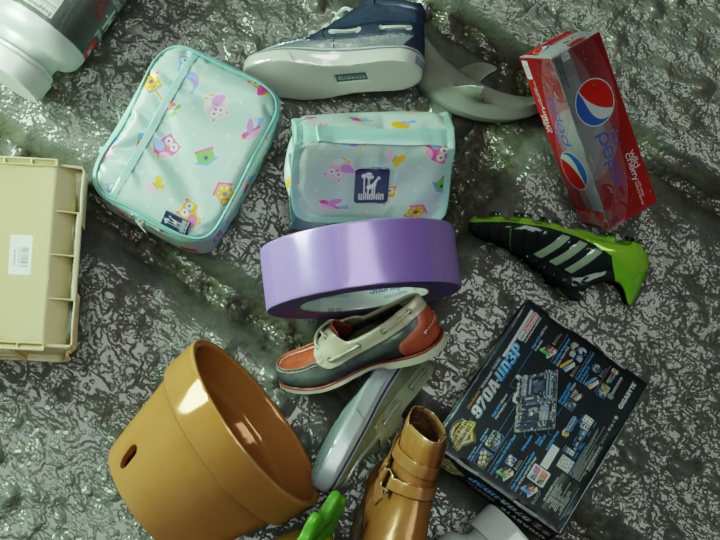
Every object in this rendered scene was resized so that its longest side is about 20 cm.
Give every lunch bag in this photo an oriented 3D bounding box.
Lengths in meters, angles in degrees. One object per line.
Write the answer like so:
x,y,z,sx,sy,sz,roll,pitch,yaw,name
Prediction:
0.007,-0.104,1.519,0.169,0.200,0.123,2,80,-4,lunch bag
-0.187,-0.128,1.573,0.160,0.077,0.201,28,80,1,lunch bag

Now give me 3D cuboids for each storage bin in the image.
-0.386,-0.013,1.535,0.197,0.094,0.202,3,80,-4,storage bin

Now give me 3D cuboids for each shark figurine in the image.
0.146,-0.195,1.602,0.213,0.090,0.129,6,81,0,shark figurine

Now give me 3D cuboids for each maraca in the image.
-0.060,0.306,1.460,0.106,0.137,0.201,25,119,12,maraca

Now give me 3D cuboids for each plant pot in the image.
-0.155,0.190,1.474,0.140,0.200,0.201,-38,84,7,plant pot

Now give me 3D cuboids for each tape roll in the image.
0.000,0.000,1.501,0.199,0.200,0.066,-7,80,-4,tape roll

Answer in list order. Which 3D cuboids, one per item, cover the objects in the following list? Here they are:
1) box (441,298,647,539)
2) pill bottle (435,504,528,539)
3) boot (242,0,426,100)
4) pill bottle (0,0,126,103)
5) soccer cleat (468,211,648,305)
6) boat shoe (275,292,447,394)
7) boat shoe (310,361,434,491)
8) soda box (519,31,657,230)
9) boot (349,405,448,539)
0.184,0.154,1.542,0.159,0.046,0.200,34,67,3,box
0.087,0.335,1.495,0.200,0.110,0.110,-41,85,-9,pill bottle
-0.025,-0.242,1.608,0.198,0.073,0.091,1,59,10,boot
-0.319,-0.282,1.575,0.110,0.111,0.201,33,80,3,pill bottle
0.209,-0.013,1.587,0.199,0.068,0.082,13,93,-1,soccer cleat
-0.008,0.073,1.515,0.199,0.071,0.063,-17,120,30,boat shoe
0.017,0.150,1.519,0.062,0.072,0.201,35,58,-4,boat shoe
0.241,-0.148,1.564,0.070,0.063,0.201,-30,111,-20,soda box
0.046,0.233,1.427,0.073,0.200,0.156,17,109,-22,boot
